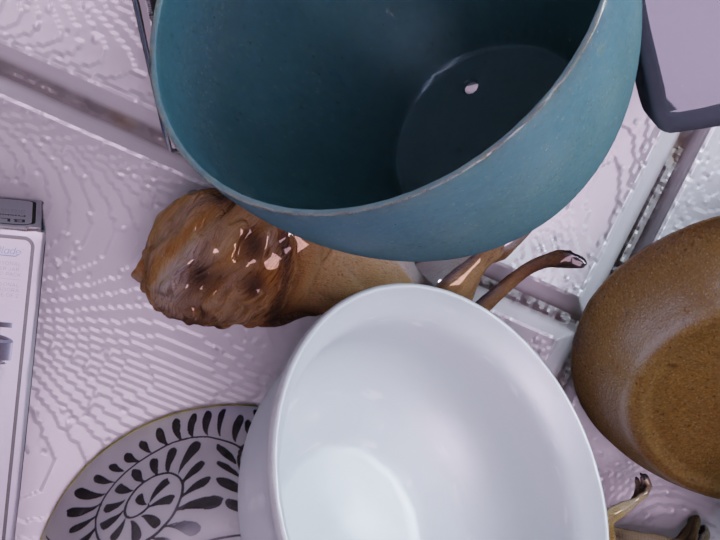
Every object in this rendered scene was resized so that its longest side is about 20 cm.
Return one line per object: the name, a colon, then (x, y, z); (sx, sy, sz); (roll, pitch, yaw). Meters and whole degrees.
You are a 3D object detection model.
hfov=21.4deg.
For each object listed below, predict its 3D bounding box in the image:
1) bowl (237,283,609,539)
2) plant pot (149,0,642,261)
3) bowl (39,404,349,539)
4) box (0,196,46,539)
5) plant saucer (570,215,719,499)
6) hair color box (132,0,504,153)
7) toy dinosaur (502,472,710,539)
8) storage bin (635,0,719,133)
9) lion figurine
bowl: (0.015, 0.115, 0.876); (0.200, 0.090, 0.202); (17, 61, -34)
plant pot: (0.033, -0.083, 0.783); (0.200, 0.200, 0.135); (-41, 143, 3)
bowl: (-0.062, 0.175, 0.934); (0.199, 0.094, 0.202); (-2, 105, -8)
box: (-0.214, 0.063, 0.896); (0.116, 0.060, 0.201); (5, 105, -10)
plant saucer: (0.202, 0.055, 0.923); (0.199, 0.036, 0.201); (2, 133, 2)
hair color box: (-0.004, -0.128, 0.878); (0.199, 0.061, 0.100); (-14, 107, -6)
toy dinosaur: (0.091, 0.156, 0.964); (0.199, 0.058, 0.102); (-23, 99, -10)
storage bin: (0.170, -0.149, 0.795); (0.133, 0.146, 0.201); (-14, 100, 6)
lion figurine: (0.000, 0.000, 0.910); (0.199, 0.073, 0.123); (26, 107, -19)
